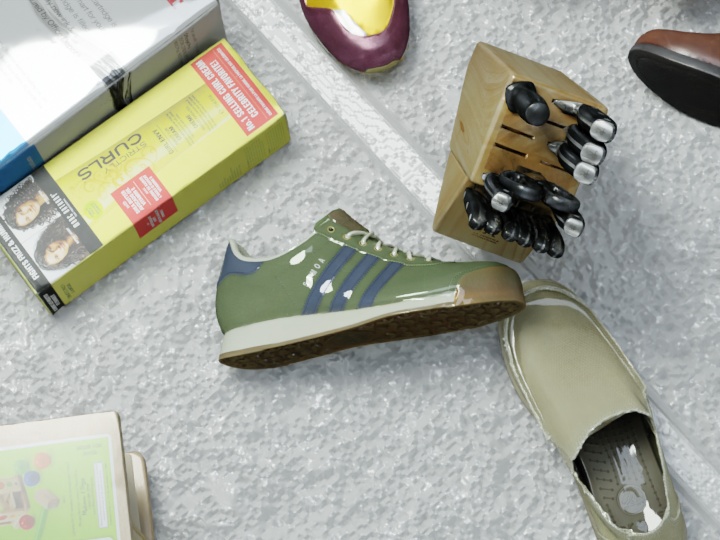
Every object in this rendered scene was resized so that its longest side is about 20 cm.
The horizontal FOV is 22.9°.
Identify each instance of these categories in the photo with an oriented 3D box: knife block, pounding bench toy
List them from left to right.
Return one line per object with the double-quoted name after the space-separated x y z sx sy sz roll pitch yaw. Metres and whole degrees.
-0.182 0.202 1.031 0.124 0.156 0.201 -8 73 -2 "pounding bench toy"
0.108 -0.093 1.075 0.064 0.176 0.201 20 57 -9 "knife block"

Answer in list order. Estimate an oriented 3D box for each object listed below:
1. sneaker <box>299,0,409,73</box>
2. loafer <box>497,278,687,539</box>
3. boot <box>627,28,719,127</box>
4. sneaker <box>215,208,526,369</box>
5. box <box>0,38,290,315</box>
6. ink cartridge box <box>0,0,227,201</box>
-0.015 -0.232 1.191 0.075 0.090 0.201 -16 73 -4 "sneaker"
0.149 0.090 1.104 0.075 0.068 0.201 -26 75 -7 "loafer"
0.289 -0.193 1.190 0.187 0.069 0.201 12 69 13 "boot"
0.000 0.000 1.123 0.199 0.067 0.090 -12 72 12 "sneaker"
-0.146 -0.062 1.164 0.200 0.050 0.075 -35 75 -9 "box"
-0.208 -0.155 1.175 0.200 0.084 0.145 -38 77 -9 "ink cartridge box"
